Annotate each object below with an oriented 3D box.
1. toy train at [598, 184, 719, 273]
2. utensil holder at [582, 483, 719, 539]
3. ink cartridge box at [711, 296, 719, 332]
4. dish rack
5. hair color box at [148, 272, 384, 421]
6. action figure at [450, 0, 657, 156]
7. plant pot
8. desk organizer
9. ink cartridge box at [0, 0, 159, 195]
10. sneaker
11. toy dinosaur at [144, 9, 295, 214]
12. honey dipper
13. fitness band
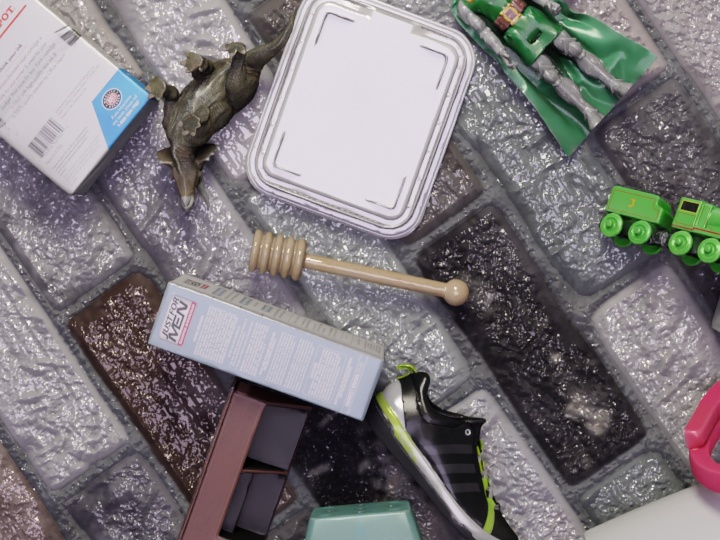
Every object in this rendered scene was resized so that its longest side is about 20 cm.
[{"bbox_3d":[0.297,-0.032,1.436,0.199,0.042,0.057,17,82,37],"label":"toy train"},{"bbox_3d":[0.314,0.268,1.442,0.199,0.170,0.171,-22,93,4],"label":"utensil holder"},{"bbox_3d":[0.432,0.014,1.465,0.199,0.084,0.146,17,94,0],"label":"ink cartridge box"},{"bbox_3d":[-0.001,-0.142,1.484,0.171,0.044,0.201,20,93,1],"label":"dish rack"},{"bbox_3d":[-0.080,0.066,1.469,0.199,0.099,0.061,20,94,0],"label":"hair color box"},{"bbox_3d":[0.151,-0.211,1.474,0.200,0.055,0.118,42,96,2],"label":"action figure"},{"bbox_3d":[0.009,0.310,1.468,0.140,0.141,0.202,-5,87,1],"label":"plant pot"},{"bbox_3d":[-0.112,0.206,1.493,0.077,0.072,0.201,19,94,-3],"label":"desk organizer"},{"bbox_3d":[-0.293,-0.174,1.473,0.200,0.068,0.116,40,93,-2],"label":"ink cartridge box"},{"bbox_3d":[0.089,0.170,1.486,0.083,0.072,0.200,-41,92,2],"label":"sneaker"},{"bbox_3d":[-0.131,-0.155,1.466,0.077,0.102,0.201,31,84,12],"label":"toy dinosaur"},{"bbox_3d":[0.000,0.000,1.490,0.199,0.038,0.038,10,94,-3],"label":"honey dipper"},{"bbox_3d":[0.360,0.137,1.424,0.143,0.200,0.038,4,115,29],"label":"fitness band"}]
